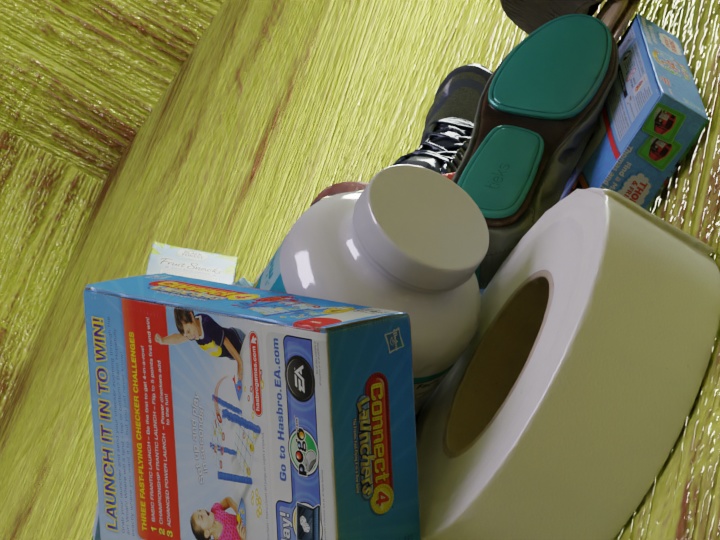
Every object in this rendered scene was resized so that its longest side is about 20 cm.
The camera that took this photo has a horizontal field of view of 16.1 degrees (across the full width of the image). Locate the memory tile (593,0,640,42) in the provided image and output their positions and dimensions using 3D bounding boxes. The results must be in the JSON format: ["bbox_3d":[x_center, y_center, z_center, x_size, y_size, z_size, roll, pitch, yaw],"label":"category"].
[{"bbox_3d":[0.128,-0.115,1.585,0.154,0.017,0.200,-58,0,-26],"label":"memory tile"}]

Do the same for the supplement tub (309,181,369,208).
[{"bbox_3d":[-0.023,0.043,1.707,0.107,0.107,0.200,-45,14,54],"label":"supplement tub"}]

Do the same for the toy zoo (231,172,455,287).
[{"bbox_3d":[0.000,0.000,1.482,0.200,0.020,0.131,-13,-34,-47],"label":"toy zoo"}]

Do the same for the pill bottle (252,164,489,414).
[{"bbox_3d":[-0.009,0.035,1.341,0.200,0.111,0.111,-56,12,40],"label":"pill bottle"}]

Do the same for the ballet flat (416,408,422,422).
[{"bbox_3d":[0.037,0.082,1.442,0.072,0.071,0.201,173,98,-76],"label":"ballet flat"}]

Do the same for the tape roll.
[{"bbox_3d":[0.097,0.061,1.274,0.203,0.071,0.203,-58,11,18],"label":"tape roll"}]

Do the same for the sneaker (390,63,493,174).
[{"bbox_3d":[0.056,-0.059,1.669,0.081,0.074,0.201,65,-147,-51],"label":"sneaker"}]

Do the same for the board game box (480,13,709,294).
[{"bbox_3d":[0.124,-0.037,1.470,0.200,0.037,0.151,-56,12,19],"label":"board game box"}]

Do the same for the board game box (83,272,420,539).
[{"bbox_3d":[-0.055,0.111,1.285,0.195,0.056,0.201,9,106,48],"label":"board game box"}]

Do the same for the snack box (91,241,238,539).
[{"bbox_3d":[-0.133,0.105,1.714,0.200,0.067,0.169,-87,8,-56],"label":"snack box"}]

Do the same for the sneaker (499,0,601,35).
[{"bbox_3d":[0.140,-0.216,1.546,0.106,0.075,0.200,-57,0,-13],"label":"sneaker"}]

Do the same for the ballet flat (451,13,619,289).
[{"bbox_3d":[0.091,-0.066,1.423,0.200,0.067,0.064,-60,-22,-43],"label":"ballet flat"}]
